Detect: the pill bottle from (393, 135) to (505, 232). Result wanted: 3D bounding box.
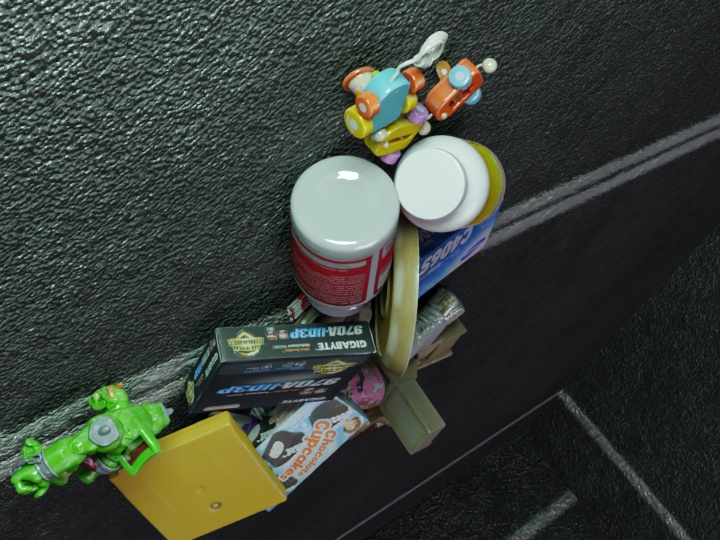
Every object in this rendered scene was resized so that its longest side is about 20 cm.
[{"bbox_3d":[0.097,-0.096,1.119,0.104,0.104,0.200,-44,173,15],"label":"pill bottle"}]

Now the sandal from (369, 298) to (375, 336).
[{"bbox_3d":[0.049,0.014,1.436,0.200,0.045,0.075,-59,170,12],"label":"sandal"}]

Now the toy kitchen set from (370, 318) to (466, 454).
[{"bbox_3d":[0.108,0.214,1.772,0.200,0.181,0.163,-19,154,-36],"label":"toy kitchen set"}]

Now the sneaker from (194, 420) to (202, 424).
[{"bbox_3d":[-0.284,0.288,1.401,0.115,0.076,0.200,-5,134,-47],"label":"sneaker"}]

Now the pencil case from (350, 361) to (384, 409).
[{"bbox_3d":[-0.046,0.207,1.627,0.083,0.087,0.200,-14,180,39],"label":"pencil case"}]

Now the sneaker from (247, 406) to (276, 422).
[{"bbox_3d":[-0.141,0.218,1.484,0.200,0.070,0.108,-50,164,10],"label":"sneaker"}]

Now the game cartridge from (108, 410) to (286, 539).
[{"bbox_3d":[-0.213,0.278,1.337,0.176,0.032,0.200,-23,134,3],"label":"game cartridge"}]

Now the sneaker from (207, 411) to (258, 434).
[{"bbox_3d":[-0.205,0.282,1.469,0.083,0.081,0.200,4,136,-40],"label":"sneaker"}]

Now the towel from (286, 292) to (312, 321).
[{"bbox_3d":[0.000,0.000,1.336,0.200,0.023,0.144,-42,163,11],"label":"towel"}]

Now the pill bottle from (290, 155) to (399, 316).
[{"bbox_3d":[-0.020,-0.027,1.095,0.112,0.112,0.200,-33,160,-18],"label":"pill bottle"}]

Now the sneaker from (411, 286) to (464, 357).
[{"bbox_3d":[0.102,0.076,1.634,0.116,0.074,0.200,-48,169,19],"label":"sneaker"}]

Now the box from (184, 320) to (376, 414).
[{"bbox_3d":[-0.102,0.119,1.243,0.199,0.046,0.159,-1,152,-27],"label":"box"}]

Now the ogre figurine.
[{"bbox_3d":[-0.285,0.191,1.122,0.120,0.098,0.200,-32,152,15],"label":"ogre figurine"}]

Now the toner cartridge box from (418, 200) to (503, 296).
[{"bbox_3d":[0.112,-0.035,1.360,0.200,0.043,0.095,-36,154,-41],"label":"toner cartridge box"}]

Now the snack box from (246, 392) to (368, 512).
[{"bbox_3d":[-0.098,0.243,1.418,0.200,0.037,0.116,-44,133,5],"label":"snack box"}]

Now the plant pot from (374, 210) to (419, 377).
[{"bbox_3d":[0.040,0.024,1.188,0.027,0.201,0.200,3,151,-5],"label":"plant pot"}]

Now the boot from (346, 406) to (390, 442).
[{"bbox_3d":[-0.028,0.279,1.852,0.166,0.073,0.200,-23,172,22],"label":"boot"}]

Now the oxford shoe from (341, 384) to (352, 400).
[{"bbox_3d":[-0.039,0.163,1.458,0.075,0.058,0.201,-46,146,-47],"label":"oxford shoe"}]

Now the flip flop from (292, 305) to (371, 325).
[{"bbox_3d":[-0.033,0.076,1.327,0.081,0.058,0.200,-43,161,16],"label":"flip flop"}]

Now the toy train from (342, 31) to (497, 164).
[{"bbox_3d":[0.050,-0.179,0.979,0.150,0.056,0.200,-45,164,11],"label":"toy train"}]
